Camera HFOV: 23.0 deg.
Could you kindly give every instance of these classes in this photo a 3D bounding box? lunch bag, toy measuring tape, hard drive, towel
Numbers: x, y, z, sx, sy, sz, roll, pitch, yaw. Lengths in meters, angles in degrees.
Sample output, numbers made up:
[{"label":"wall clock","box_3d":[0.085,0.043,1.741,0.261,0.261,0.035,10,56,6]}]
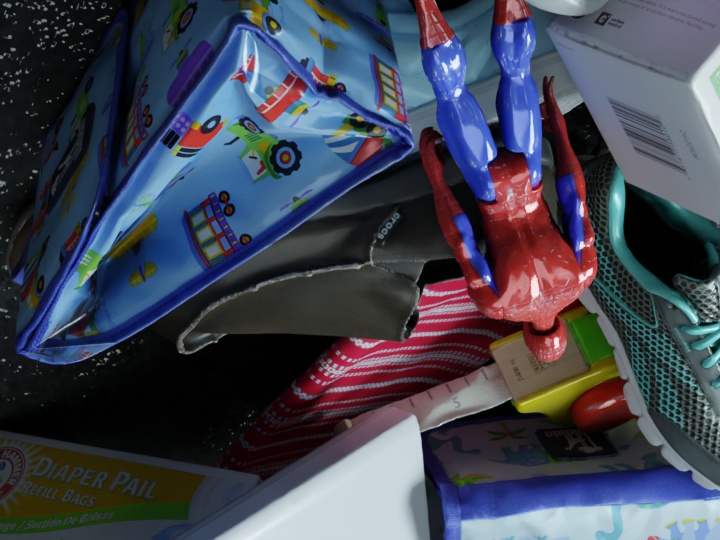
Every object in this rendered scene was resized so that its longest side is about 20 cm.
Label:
[{"label":"lunch bag","box_3d":[-0.082,-0.056,0.759,0.094,0.151,0.200,32,119,-29]},{"label":"toy measuring tape","box_3d":[0.085,0.063,0.925,0.199,0.074,0.074,-23,132,-1]},{"label":"lunch bag","box_3d":[0.111,0.139,0.962,0.169,0.128,0.200,-6,163,-7]},{"label":"hard drive","box_3d":[-0.039,0.164,0.830,0.199,0.026,0.133,-28,121,-42]},{"label":"towel","box_3d":[0.020,0.052,0.922,0.200,0.023,0.144,-46,155,26]}]

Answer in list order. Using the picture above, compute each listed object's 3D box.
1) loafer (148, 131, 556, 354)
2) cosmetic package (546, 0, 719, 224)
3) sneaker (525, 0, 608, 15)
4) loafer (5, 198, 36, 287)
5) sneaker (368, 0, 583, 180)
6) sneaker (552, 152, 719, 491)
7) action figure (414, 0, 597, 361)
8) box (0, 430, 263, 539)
[{"label":"loafer","box_3d":[0.000,0.000,0.788,0.199,0.072,0.073,-21,169,2]},{"label":"cosmetic package","box_3d":[0.181,-0.128,0.736,0.200,0.085,0.108,-49,135,-11]},{"label":"sneaker","box_3d":[0.092,-0.201,0.655,0.080,0.202,0.088,-8,-179,-39]},{"label":"loafer","box_3d":[-0.072,-0.011,0.857,0.198,0.071,0.073,-8,132,-5]},{"label":"sneaker","box_3d":[0.006,-0.081,0.814,0.199,0.082,0.074,-21,168,-1]},{"label":"sneaker","box_3d":[0.157,0.026,0.845,0.077,0.200,0.091,-37,178,-16]},{"label":"action figure","box_3d":[0.058,-0.050,0.735,0.065,0.052,0.201,-18,113,-6]},{"label":"box","box_3d":[-0.130,0.164,0.912,0.199,0.113,0.102,4,142,34]}]
